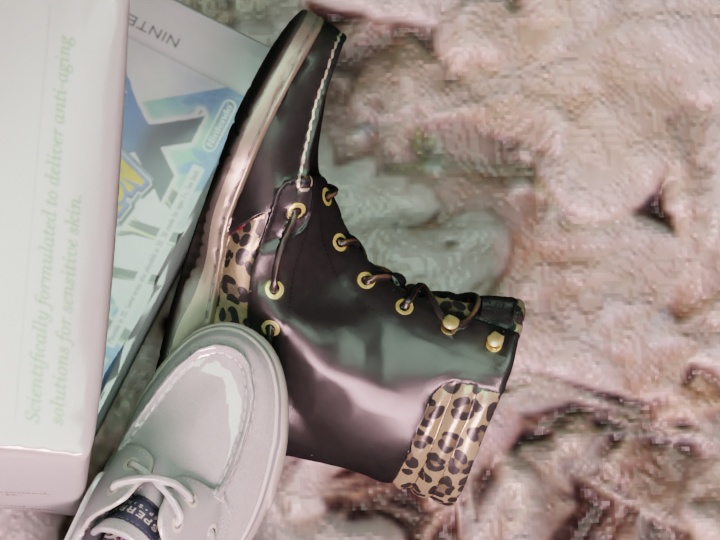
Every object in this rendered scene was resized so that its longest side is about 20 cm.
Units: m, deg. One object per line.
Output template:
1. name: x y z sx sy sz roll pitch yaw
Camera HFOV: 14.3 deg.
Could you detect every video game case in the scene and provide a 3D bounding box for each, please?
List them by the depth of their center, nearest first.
1. video game case: -0.157 -0.051 1.303 0.181 0.022 0.201 26 77 0

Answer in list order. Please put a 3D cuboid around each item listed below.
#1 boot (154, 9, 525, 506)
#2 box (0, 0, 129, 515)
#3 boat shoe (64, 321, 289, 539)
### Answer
1. boot: 0.000 0.000 1.269 0.150 0.073 0.201 18 94 -4
2. box: -0.201 -0.013 1.191 0.198 0.171 0.200 5 77 -5
3. boat shoe: -0.091 0.112 1.201 0.072 0.069 0.201 29 83 11
